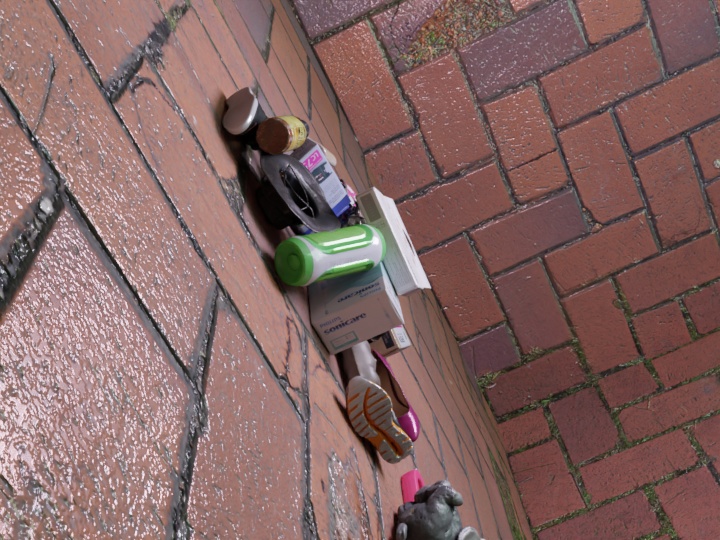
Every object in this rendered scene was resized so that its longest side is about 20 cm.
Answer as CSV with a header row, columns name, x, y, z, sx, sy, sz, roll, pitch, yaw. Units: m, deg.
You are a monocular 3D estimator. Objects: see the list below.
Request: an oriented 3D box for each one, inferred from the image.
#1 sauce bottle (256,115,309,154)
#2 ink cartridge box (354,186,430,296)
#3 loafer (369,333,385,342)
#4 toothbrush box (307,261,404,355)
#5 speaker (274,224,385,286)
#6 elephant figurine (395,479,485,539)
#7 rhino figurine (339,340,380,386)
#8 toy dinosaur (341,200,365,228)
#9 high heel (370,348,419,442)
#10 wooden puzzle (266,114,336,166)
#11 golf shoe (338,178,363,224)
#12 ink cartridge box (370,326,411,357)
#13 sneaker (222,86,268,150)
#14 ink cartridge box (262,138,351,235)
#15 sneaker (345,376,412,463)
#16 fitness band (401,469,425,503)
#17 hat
name,x,y,z,sx,sy,sz,roll,pitch,yaw
sauce bottle,-0.130,-0.245,1.622,0.066,0.066,0.200,65,16,-8
ink cartridge box,0.064,-0.049,1.718,0.200,0.045,0.176,67,10,8
loafer,0.014,0.109,1.825,0.200,0.071,0.073,46,20,-85
toothbrush box,-0.013,0.039,1.650,0.085,0.146,0.200,61,9,-30
speaker,-0.048,-0.027,1.534,0.200,0.088,0.089,-14,78,-47
elephant figurine,0.154,0.463,1.523,0.200,0.155,0.141,57,-13,-2
rhino figurine,-0.008,0.152,1.670,0.087,0.060,0.200,60,9,-53
toy dinosaur,0.008,-0.077,1.864,0.077,0.102,0.200,28,2,40
high heel,0.055,0.244,1.771,0.200,0.067,0.096,53,-14,48
wooden puzzle,-0.145,-0.267,1.837,0.200,0.046,0.185,34,5,3
golf shoe,-0.025,-0.125,1.982,0.092,0.073,0.200,37,17,-36
ink cartridge box,0.039,0.110,2.022,0.165,0.075,0.200,66,8,6
sneaker,-0.190,-0.255,1.619,0.099,0.071,0.200,57,7,-24
ink cartridge box,-0.093,-0.143,1.751,0.042,0.119,0.200,38,-13,40
sneaker,0.021,0.249,1.569,0.200,0.078,0.077,64,-5,-36
fitness band,0.121,0.461,1.702,0.144,0.037,0.200,59,10,-25
hat,-0.127,-0.117,1.600,0.201,0.081,0.201,44,20,-21
